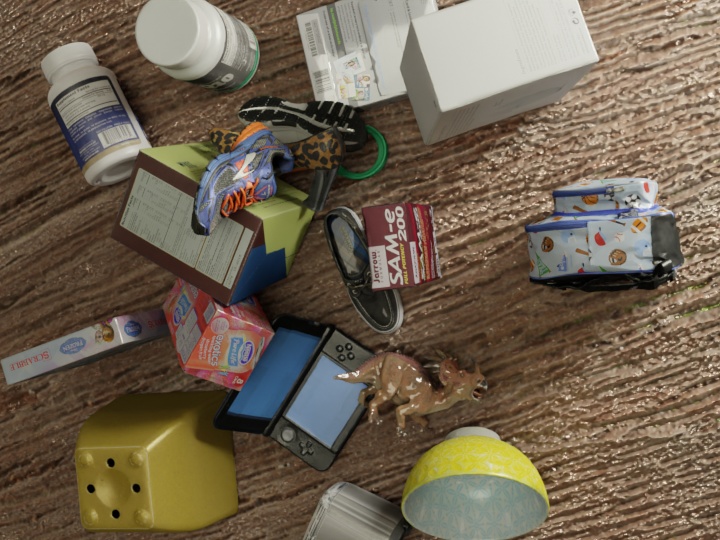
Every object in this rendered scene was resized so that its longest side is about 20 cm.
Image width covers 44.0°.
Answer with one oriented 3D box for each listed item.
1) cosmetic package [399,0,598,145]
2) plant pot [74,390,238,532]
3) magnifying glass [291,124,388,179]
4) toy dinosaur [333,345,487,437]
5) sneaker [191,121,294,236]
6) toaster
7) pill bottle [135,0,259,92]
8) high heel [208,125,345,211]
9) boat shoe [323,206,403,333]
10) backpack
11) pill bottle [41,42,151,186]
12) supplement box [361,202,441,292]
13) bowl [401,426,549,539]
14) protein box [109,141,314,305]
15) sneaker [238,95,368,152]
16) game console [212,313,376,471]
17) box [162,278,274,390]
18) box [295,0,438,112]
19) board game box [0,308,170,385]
[{"bbox_3d":[0.164,-0.263,1.132,0.199,0.199,0.123,-20,87,-3],"label":"cosmetic package"},{"bbox_3d":[-0.315,0.293,1.317,0.193,0.200,0.197,-4,91,15],"label":"plant pot"},{"bbox_3d":[-0.056,-0.166,1.316,0.199,0.022,0.080,-8,90,14],"label":"magnifying glass"},{"bbox_3d":[0.069,0.154,1.255,0.199,0.086,0.136,23,98,3],"label":"toy dinosaur"},{"bbox_3d":[-0.146,-0.112,1.116,0.078,0.200,0.075,27,142,6],"label":"sneaker"},{"bbox_3d":[-0.010,0.396,1.285,0.129,0.114,0.201,25,101,15],"label":"toaster"},{"bbox_3d":[-0.228,-0.321,1.260,0.113,0.200,0.114,1,93,15],"label":"pill bottle"},{"bbox_3d":[-0.114,-0.180,1.213,0.199,0.071,0.143,30,137,6],"label":"high heel"},{"bbox_3d":[0.000,0.000,1.284,0.070,0.066,0.201,-22,87,15],"label":"boat shoe"},{"bbox_3d":[0.307,-0.042,1.143,0.190,0.200,0.155,-12,85,22],"label":"backpack"},{"bbox_3d":[-0.407,-0.240,1.359,0.111,0.111,0.201,-28,85,15],"label":"pill bottle"},{"bbox_3d":[0.059,-0.033,1.197,0.061,0.200,0.109,-8,91,15],"label":"supplement box"},{"bbox_3d":[0.156,0.281,1.224,0.199,0.200,0.108,-9,48,15],"label":"bowl"},{"bbox_3d":[-0.202,-0.074,1.260,0.199,0.198,0.135,29,109,12],"label":"protein box"},{"bbox_3d":[-0.076,-0.197,1.275,0.199,0.080,0.074,15,53,25],"label":"sneaker"},{"bbox_3d":[-0.083,0.182,1.287,0.170,0.118,0.200,34,101,9],"label":"game console"},{"bbox_3d":[-0.207,0.070,1.271,0.094,0.200,0.103,26,102,-29],"label":"box"},{"bbox_3d":[0.021,-0.317,1.276,0.199,0.041,0.157,-14,90,17],"label":"box"},{"bbox_3d":[-0.390,0.108,1.328,0.199,0.199,0.041,-20,87,15],"label":"board game box"}]
